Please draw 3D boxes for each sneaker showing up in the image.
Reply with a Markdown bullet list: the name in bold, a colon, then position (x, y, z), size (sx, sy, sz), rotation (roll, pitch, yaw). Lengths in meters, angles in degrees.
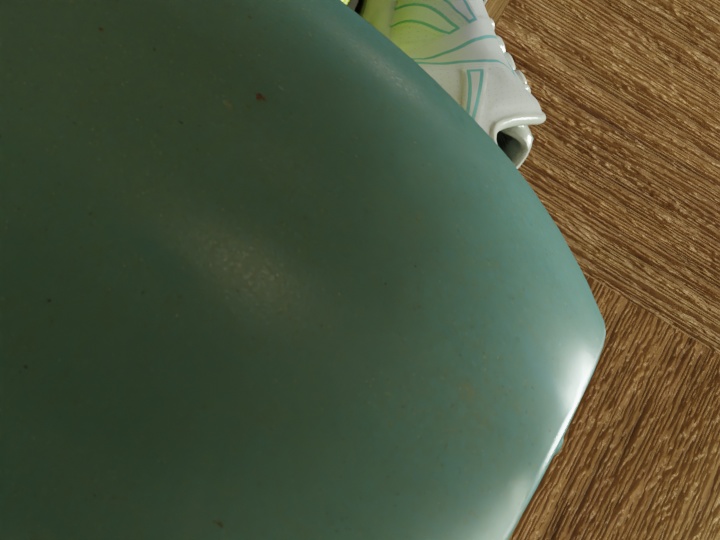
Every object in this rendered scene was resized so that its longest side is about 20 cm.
- **sneaker**: position (0.025, -0.064, 0.784), size (0.201, 0.080, 0.071), rotation (-70, -174, -59)

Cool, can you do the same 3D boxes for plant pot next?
- **plant pot**: position (-0.043, 0.026, 0.488), size (0.201, 0.160, 0.201), rotation (-59, 179, -2)

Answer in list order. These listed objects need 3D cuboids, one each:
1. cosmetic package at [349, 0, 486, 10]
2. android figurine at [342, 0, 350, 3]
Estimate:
- **cosmetic package**: position (0.021, -0.130, 0.974), size (0.104, 0.073, 0.200), rotation (-59, -178, 19)
- **android figurine**: position (-0.039, -0.067, 0.732), size (0.183, 0.041, 0.200), rotation (-59, -179, 8)
